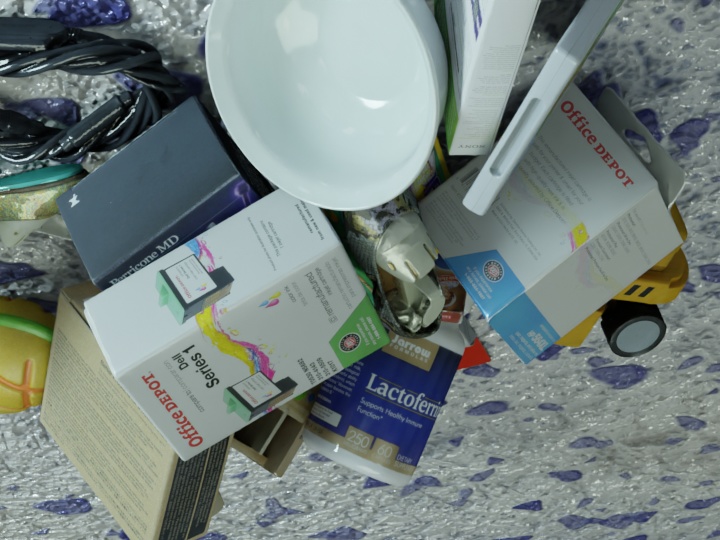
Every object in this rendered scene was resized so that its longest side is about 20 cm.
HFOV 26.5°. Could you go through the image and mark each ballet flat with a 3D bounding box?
[{"bbox_3d":[0.036,-0.008,1.232,0.071,0.073,0.201,-9,145,6],"label":"ballet flat"},{"bbox_3d":[-0.321,-0.049,1.302,0.197,0.072,0.071,-6,149,5],"label":"ballet flat"}]

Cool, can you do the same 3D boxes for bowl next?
[{"bbox_3d":[-0.010,-0.154,1.125,0.199,0.090,0.204,17,124,27],"label":"bowl"}]

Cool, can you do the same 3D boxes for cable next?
[{"bbox_3d":[-0.235,-0.133,1.199,0.197,0.051,0.164,-1,149,-10],"label":"cable"}]

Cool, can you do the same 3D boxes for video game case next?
[{"bbox_3d":[0.153,-0.156,1.108,0.022,0.201,0.183,33,144,3],"label":"video game case"}]

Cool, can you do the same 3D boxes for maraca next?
[{"bbox_3d":[-0.366,0.084,1.483,0.197,0.108,0.138,-7,140,22],"label":"maraca"}]

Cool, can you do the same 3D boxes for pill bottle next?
[{"bbox_3d":[0.031,0.092,1.459,0.114,0.202,0.116,23,178,1],"label":"pill bottle"}]

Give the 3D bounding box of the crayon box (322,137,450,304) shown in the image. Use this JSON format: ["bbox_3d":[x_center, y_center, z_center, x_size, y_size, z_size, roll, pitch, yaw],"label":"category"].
[{"bbox_3d":[0.017,-0.061,1.287,0.058,0.119,0.201,29,162,27],"label":"crayon box"}]

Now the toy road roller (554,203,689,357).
[{"bbox_3d":[0.210,-0.019,1.404,0.197,0.124,0.147,7,132,-22],"label":"toy road roller"}]

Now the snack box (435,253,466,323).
[{"bbox_3d":[0.000,0.000,1.391,0.197,0.073,0.024,7,151,7],"label":"snack box"}]

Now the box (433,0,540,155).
[{"bbox_3d":[0.087,-0.196,1.059,0.036,0.146,0.201,2,149,-9],"label":"box"}]

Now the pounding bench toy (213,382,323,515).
[{"bbox_3d":[-0.145,0.129,1.474,0.124,0.201,0.156,27,174,41],"label":"pounding bench toy"}]

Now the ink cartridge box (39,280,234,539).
[{"bbox_3d":[-0.205,0.130,1.387,0.074,0.200,0.166,-16,138,-39],"label":"ink cartridge box"}]

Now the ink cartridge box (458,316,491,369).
[{"bbox_3d":[0.043,0.090,1.618,0.160,0.058,0.201,-15,143,14],"label":"ink cartridge box"}]

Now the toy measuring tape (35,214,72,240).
[{"bbox_3d":[-0.215,-0.033,1.355,0.198,0.074,0.074,17,143,-19],"label":"toy measuring tape"}]

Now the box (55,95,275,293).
[{"bbox_3d":[-0.131,-0.019,1.266,0.147,0.105,0.200,-36,142,5],"label":"box"}]

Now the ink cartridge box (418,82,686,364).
[{"bbox_3d":[0.168,-0.045,1.283,0.199,0.129,0.125,-37,150,5],"label":"ink cartridge box"}]

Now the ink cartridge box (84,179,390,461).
[{"bbox_3d":[-0.095,0.042,1.202,0.198,0.084,0.145,-30,142,-1],"label":"ink cartridge box"}]
